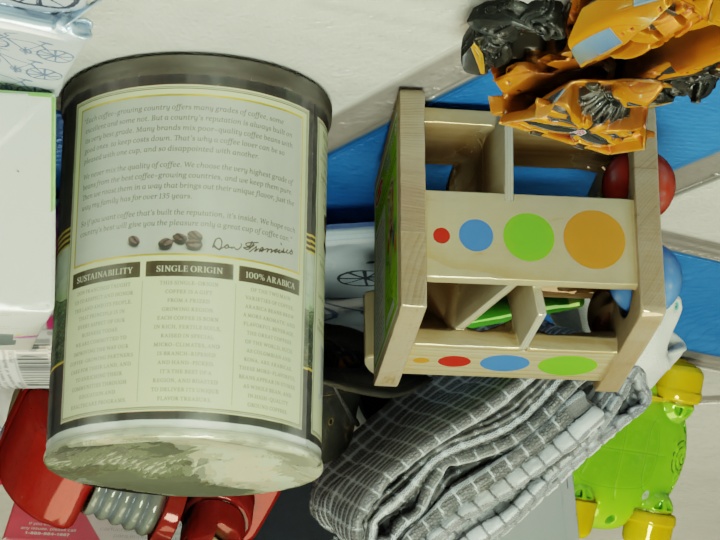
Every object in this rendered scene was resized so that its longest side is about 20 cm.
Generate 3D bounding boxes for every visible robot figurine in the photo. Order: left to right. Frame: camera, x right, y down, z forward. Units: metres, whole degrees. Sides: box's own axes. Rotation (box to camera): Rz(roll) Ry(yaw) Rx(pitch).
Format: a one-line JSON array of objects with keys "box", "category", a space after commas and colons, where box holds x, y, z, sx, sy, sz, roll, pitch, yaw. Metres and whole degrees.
[{"box": [0.138, -0.105, 1.120, 0.144, 0.059, 0.200, 13, 159, -32], "category": "robot figurine"}]

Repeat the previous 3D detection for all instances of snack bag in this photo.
[{"box": [-0.215, -0.129, 1.122, 0.188, 0.022, 0.200, 7, 162, -17], "category": "snack bag"}, {"box": [0.000, 0.000, 1.512, 0.188, 0.022, 0.200, -4, 163, 13], "category": "snack bag"}]

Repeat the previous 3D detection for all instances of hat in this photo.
[{"box": [-0.059, 0.077, 1.453, 0.200, 0.081, 0.201, 12, -170, -2], "category": "hat"}]

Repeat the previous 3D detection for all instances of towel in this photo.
[{"box": [0.065, 0.105, 1.443, 0.200, 0.086, 0.166, -40, -173, -8], "category": "towel"}]

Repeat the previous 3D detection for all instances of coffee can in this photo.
[{"box": [-0.089, 0.006, 1.253, 0.146, 0.201, 0.146, 1, 163, 0], "category": "coffee can"}]

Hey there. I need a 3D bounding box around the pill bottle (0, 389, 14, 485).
[{"box": [-0.226, 0.083, 1.663, 0.112, 0.113, 0.200, 13, 159, -34], "category": "pill bottle"}]

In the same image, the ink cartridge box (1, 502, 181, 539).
[{"box": [-0.177, 0.169, 1.782, 0.146, 0.200, 0.083, 2, 125, 4], "category": "ink cartridge box"}]

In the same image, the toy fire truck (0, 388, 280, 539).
[{"box": [-0.146, 0.154, 1.482, 0.175, 0.200, 0.129, 22, 124, -12], "category": "toy fire truck"}]

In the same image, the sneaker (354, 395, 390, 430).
[{"box": [-0.034, 0.083, 1.582, 0.199, 0.080, 0.074, 32, -154, 11], "category": "sneaker"}]

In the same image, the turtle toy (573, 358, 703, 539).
[{"box": [0.159, 0.123, 1.771, 0.199, 0.147, 0.101, 12, -179, -30], "category": "turtle toy"}]

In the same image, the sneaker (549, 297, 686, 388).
[{"box": [0.165, 0.015, 1.524, 0.088, 0.075, 0.200, -31, 148, -3], "category": "sneaker"}]

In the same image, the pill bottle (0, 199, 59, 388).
[{"box": [-0.254, 0.014, 1.437, 0.199, 0.114, 0.113, 0, 163, 4], "category": "pill bottle"}]

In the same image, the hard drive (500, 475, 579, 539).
[{"box": [0.087, 0.187, 1.626, 0.026, 0.133, 0.200, 9, -151, 33], "category": "hard drive"}]

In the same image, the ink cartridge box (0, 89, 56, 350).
[{"box": [-0.205, -0.021, 1.292, 0.067, 0.118, 0.200, 1, 171, -12], "category": "ink cartridge box"}]

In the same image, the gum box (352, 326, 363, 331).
[{"box": [-0.018, 0.083, 1.731, 0.199, 0.066, 0.113, -13, 157, 38], "category": "gum box"}]

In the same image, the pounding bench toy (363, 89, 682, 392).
[{"box": [0.087, 0.001, 1.329, 0.155, 0.125, 0.200, 3, 157, -6], "category": "pounding bench toy"}]

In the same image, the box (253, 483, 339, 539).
[{"box": [-0.006, 0.205, 1.760, 0.197, 0.124, 0.200, 10, 168, 6], "category": "box"}]
